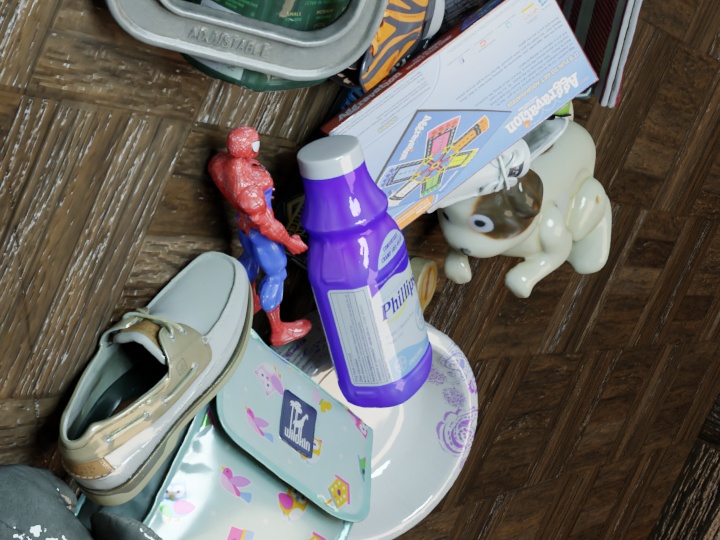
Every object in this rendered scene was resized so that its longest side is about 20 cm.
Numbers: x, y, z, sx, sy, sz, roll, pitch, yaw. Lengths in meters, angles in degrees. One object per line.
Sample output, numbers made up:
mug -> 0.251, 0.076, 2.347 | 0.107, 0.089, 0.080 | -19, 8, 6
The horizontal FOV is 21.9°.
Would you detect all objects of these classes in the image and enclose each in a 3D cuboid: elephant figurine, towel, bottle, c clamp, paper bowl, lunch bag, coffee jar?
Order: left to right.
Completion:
elephant figurine -> -0.173, 0.209, 1.181 | 0.155, 0.200, 0.142 | -3, 119, -65
lunch bag -> -0.089, 0.155, 1.346 | 0.170, 0.122, 0.200 | 38, 74, -29
c clamp -> -0.060, -0.192, 1.058 | 0.200, 0.027, 0.171 | 17, 112, -29
coffee jar -> -0.042, -0.214, 1.132 | 0.104, 0.085, 0.200 | -15, 130, -52
paper bowl -> -0.012, 0.118, 1.511 | 0.201, 0.104, 0.201 | -14, 118, -28
bottle -> 0.000, 0.000, 1.361 | 0.084, 0.065, 0.200 | -51, 133, -53
towel -> 0.201, -0.247, 1.561 | 0.200, 0.023, 0.144 | -103, -162, -51

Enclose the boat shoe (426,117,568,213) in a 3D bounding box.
boat shoe -> 0.107, -0.098, 1.511 | 0.200, 0.065, 0.074 | -43, 152, -44

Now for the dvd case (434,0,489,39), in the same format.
dvd case -> 0.102, -0.253, 1.397 | 0.149, 0.016, 0.200 | -30, 151, 0

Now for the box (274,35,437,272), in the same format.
box -> 0.011, -0.083, 1.462 | 0.200, 0.046, 0.159 | -61, 159, -4

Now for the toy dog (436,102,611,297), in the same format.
toy dog -> 0.140, -0.069, 1.652 | 0.200, 0.140, 0.194 | -15, 129, -59

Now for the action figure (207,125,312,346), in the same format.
action figure -> -0.070, -0.030, 1.309 | 0.052, 0.065, 0.200 | -29, 144, -13

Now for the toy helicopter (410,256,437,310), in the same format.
toy helicopter -> 0.032, 0.085, 1.681 | 0.200, 0.079, 0.132 | -70, 154, -16

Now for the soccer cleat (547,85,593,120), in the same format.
soccer cleat -> 0.122, -0.144, 1.470 | 0.200, 0.081, 0.068 | -29, 139, -54

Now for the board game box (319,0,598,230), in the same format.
board game box -> 0.076, -0.124, 1.385 | 0.200, 0.019, 0.103 | -37, 119, -7

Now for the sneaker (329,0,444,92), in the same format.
sneaker -> 0.011, -0.194, 1.287 | 0.112, 0.078, 0.200 | -52, 157, -26

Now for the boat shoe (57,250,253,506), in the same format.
boat shoe -> -0.136, 0.061, 1.259 | 0.200, 0.075, 0.068 | -63, 150, -29
